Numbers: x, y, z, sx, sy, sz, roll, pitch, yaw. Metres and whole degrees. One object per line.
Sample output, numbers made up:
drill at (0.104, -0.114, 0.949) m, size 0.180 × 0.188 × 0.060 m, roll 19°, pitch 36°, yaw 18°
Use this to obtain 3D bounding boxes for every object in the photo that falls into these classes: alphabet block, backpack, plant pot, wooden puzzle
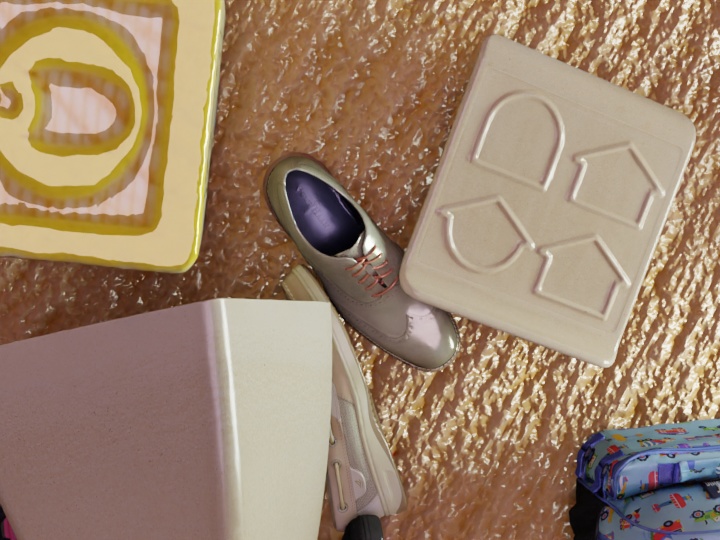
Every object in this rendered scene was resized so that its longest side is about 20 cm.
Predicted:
alphabet block at (-0.193, -0.109, 1.160) m, size 0.193 × 0.200 × 0.199 m, roll 4°, pitch 94°, yaw -5°
backpack at (0.251, 0.191, 1.221) m, size 0.180 × 0.200 × 0.136 m, roll -4°, pitch 95°, yaw -3°
plant pot at (-0.128, 0.126, 1.139) m, size 0.198 × 0.200 × 0.179 m, roll -12°, pitch 85°, yaw 19°
wooden puzzle at (0.136, -0.050, 1.259) m, size 0.184 × 0.046 × 0.202 m, roll 20°, pitch 88°, yaw -18°

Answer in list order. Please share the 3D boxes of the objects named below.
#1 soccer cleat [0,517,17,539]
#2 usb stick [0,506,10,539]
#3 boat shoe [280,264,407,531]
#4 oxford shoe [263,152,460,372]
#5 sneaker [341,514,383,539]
soccer cleat at (-0.205, 0.228, 1.228) m, size 0.086 × 0.070 × 0.202 m, roll -12°, pitch 76°, yaw 21°
usb stick at (-0.308, 0.257, 1.260) m, size 0.055 × 0.032 × 0.201 m, roll 23°, pitch 94°, yaw -51°
boat shoe at (-0.026, 0.096, 1.258) m, size 0.064 × 0.072 × 0.202 m, roll -20°, pitch 102°, yaw -4°
oxford shoe at (0.000, 0.000, 1.247) m, size 0.071 × 0.074 × 0.200 m, roll -44°, pitch 97°, yaw 0°
sneaker at (-0.050, 0.268, 1.262) m, size 0.103 × 0.060 × 0.202 m, roll 9°, pitch 112°, yaw -11°
